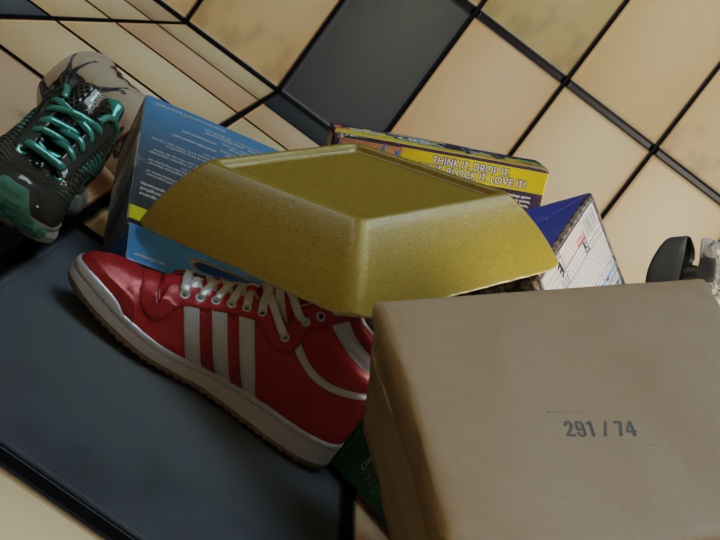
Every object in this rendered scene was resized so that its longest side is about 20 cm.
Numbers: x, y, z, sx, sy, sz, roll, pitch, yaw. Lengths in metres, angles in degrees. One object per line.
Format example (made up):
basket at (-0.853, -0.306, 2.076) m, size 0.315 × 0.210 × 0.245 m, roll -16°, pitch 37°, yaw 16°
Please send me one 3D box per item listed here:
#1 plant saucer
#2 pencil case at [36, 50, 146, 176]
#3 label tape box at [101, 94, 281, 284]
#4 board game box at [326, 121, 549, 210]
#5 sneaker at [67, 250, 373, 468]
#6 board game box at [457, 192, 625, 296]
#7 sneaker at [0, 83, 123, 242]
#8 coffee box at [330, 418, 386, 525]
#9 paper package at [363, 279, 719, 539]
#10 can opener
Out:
plant saucer at (-0.004, -0.038, 0.842) m, size 0.200 × 0.049 × 0.200 m, roll 22°, pitch 23°, yaw 40°
pencil case at (-0.190, -0.114, 1.102) m, size 0.200 × 0.078 × 0.089 m, roll 38°, pitch 4°, yaw 36°
label tape box at (-0.104, -0.023, 0.929) m, size 0.144 × 0.063 × 0.200 m, roll 22°, pitch 34°, yaw -19°
board game box at (0.055, -0.035, 1.204) m, size 0.199 × 0.166 × 0.057 m, roll 10°, pitch 12°, yaw -8°
sneaker at (-0.069, 0.022, 0.796) m, size 0.200 × 0.113 × 0.071 m, roll 35°, pitch 15°, yaw -12°
board game box at (0.138, 0.072, 0.955) m, size 0.159 × 0.097 × 0.201 m, roll -46°, pitch 117°, yaw -56°
sneaker at (-0.199, -0.081, 0.846) m, size 0.077 × 0.091 × 0.200 m, roll 34°, pitch 9°, yaw -11°
coffee box at (0.027, 0.124, 0.877) m, size 0.200 × 0.044 × 0.123 m, roll 44°, pitch 11°, yaw 36°
paper package at (0.113, 0.103, 0.692) m, size 0.199 × 0.104 × 0.191 m, roll -4°, pitch 43°, yaw -12°
can opener at (0.244, 0.069, 0.998) m, size 0.067 × 0.201 × 0.053 m, roll -1°, pitch -23°, yaw 35°
